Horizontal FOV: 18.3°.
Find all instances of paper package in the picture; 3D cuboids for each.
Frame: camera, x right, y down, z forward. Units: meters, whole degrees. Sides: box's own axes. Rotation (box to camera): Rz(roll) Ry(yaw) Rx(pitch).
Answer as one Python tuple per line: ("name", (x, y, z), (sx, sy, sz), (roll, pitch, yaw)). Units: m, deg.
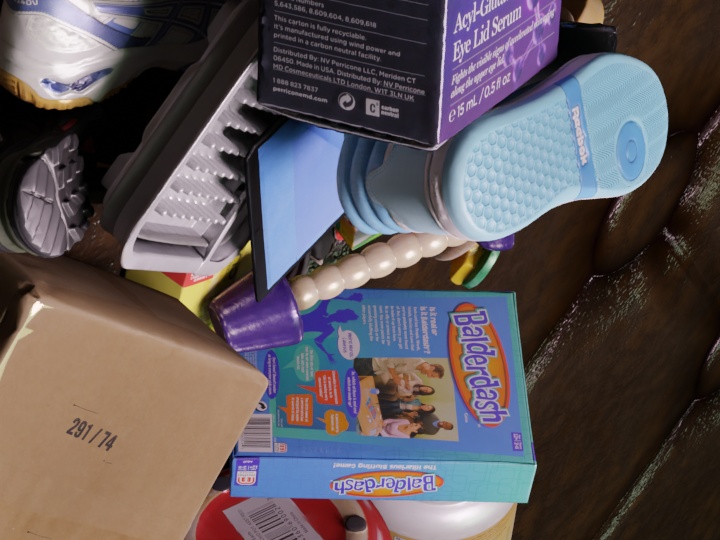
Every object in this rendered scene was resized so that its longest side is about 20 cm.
("paper package", (-0.183, 0.092, 1.276), (0.199, 0.103, 0.192), (21, 102, -48))

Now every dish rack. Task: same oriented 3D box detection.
("dish rack", (-0.069, -0.079, 1.215), (0.172, 0.043, 0.200), (-53, 169, 7))

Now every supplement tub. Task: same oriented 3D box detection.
("supplement tub", (0.056, 0.186, 1.817), (0.144, 0.144, 0.201), (-37, 150, -31))

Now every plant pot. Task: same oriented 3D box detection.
("plant pot", (-0.069, 0.257, 1.639), (0.200, 0.200, 0.184), (-35, 142, -34))

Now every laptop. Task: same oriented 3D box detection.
("laptop", (0.039, -0.059, 1.280), (0.178, 0.198, 0.104), (91, 4, -63))

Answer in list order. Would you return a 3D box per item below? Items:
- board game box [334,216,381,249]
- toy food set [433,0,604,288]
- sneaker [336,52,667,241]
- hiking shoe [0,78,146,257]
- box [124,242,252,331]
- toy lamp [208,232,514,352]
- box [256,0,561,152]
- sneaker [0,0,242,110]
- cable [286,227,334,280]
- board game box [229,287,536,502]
("board game box", (0.033, -0.083, 1.403), (0.095, 0.030, 0.200), (-29, 159, -19))
("toy food set", (0.098, -0.093, 1.541), (0.198, 0.048, 0.201), (-49, -156, 40))
("sneaker", (0.066, -0.069, 1.187), (0.199, 0.130, 0.080), (-18, 105, -46))
("hiking shoe", (-0.178, -0.062, 1.199), (0.200, 0.100, 0.077), (-51, 137, -68))
("box", (-0.102, -0.016, 1.400), (0.075, 0.050, 0.201), (-23, 141, -49))
("toy lamp", (0.000, 0.000, 1.415), (0.198, 0.058, 0.058), (-21, 146, -12))
("box", (0.029, -0.183, 1.081), (0.148, 0.103, 0.202), (-39, 138, -52))
("sneaker", (-0.110, -0.154, 1.191), (0.200, 0.075, 0.089), (-31, 141, -46))
("cable", (-0.048, -0.045, 1.436), (0.097, 0.050, 0.200), (-49, 162, -21))
("board game box", (0.011, 0.081, 1.489), (0.198, 0.153, 0.045), (2, 137, -5))
